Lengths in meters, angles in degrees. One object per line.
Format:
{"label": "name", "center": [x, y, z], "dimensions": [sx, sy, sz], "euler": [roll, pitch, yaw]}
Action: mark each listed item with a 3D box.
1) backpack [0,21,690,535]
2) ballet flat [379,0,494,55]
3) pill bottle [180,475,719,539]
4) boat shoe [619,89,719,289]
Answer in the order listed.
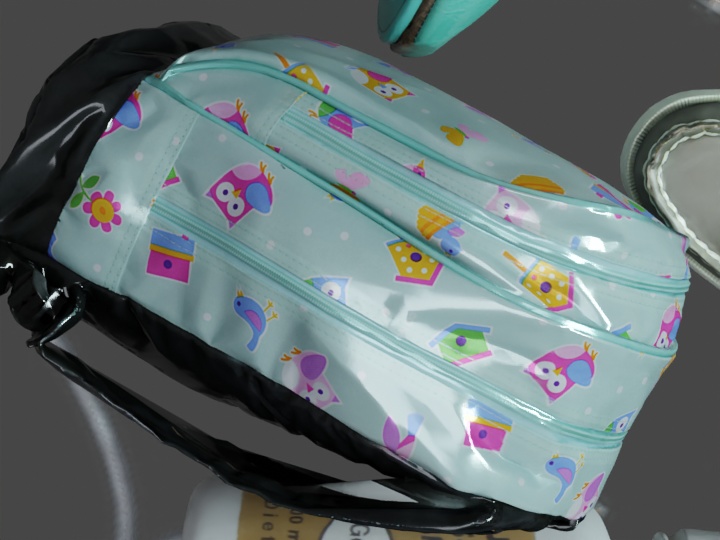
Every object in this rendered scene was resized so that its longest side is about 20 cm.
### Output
{"label": "backpack", "center": [0.000, 0.000, 0.809], "dimensions": [0.200, 0.167, 0.127], "euler": [28, 105, 20]}
{"label": "ballet flat", "center": [0.060, -0.160, 0.837], "dimensions": [0.070, 0.067, 0.201], "euler": [8, 108, -17]}
{"label": "pill bottle", "center": [0.038, 0.132, 0.890], "dimensions": [0.199, 0.114, 0.115], "euler": [2, 104, 1]}
{"label": "boat shoe", "center": [0.176, 0.004, 0.824], "dimensions": [0.201, 0.060, 0.072], "euler": [28, 104, -3]}
